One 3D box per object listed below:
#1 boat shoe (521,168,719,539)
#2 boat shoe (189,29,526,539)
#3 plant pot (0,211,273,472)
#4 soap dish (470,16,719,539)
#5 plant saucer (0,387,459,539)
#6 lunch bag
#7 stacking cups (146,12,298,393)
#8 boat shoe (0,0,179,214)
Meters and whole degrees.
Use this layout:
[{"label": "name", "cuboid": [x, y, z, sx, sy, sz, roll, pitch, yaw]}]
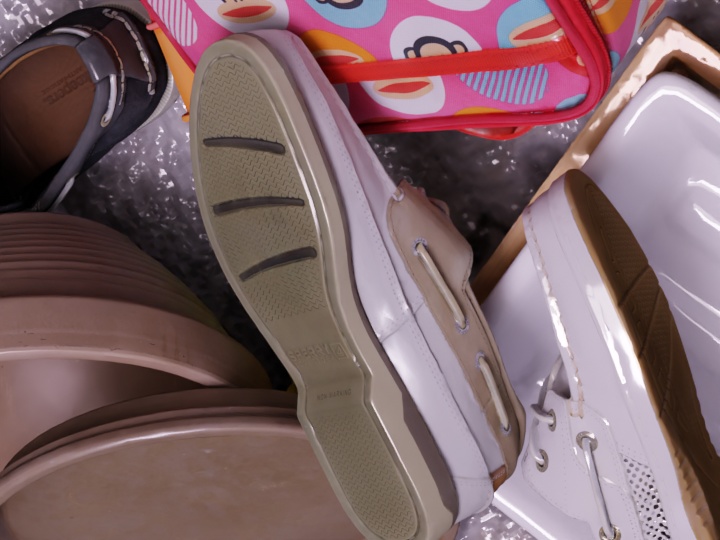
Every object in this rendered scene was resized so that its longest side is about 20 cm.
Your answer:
[{"label": "boat shoe", "cuboid": [0.089, 0.064, 1.012, 0.069, 0.071, 0.201, -16, 104, 20]}, {"label": "boat shoe", "cuboid": [0.000, 0.000, 1.021, 0.075, 0.068, 0.201, 0, 115, 51]}, {"label": "plant pot", "cuboid": [-0.135, 0.040, 1.130, 0.200, 0.201, 0.093, -20, 58, 22]}, {"label": "soap dish", "cuboid": [0.126, 0.023, 1.070, 0.157, 0.081, 0.200, 36, 114, 3]}, {"label": "plant saucer", "cuboid": [-0.060, 0.098, 1.122, 0.199, 0.200, 0.030, -18, 58, 22]}, {"label": "lunch bag", "cuboid": [0.007, -0.115, 1.001, 0.199, 0.082, 0.177, -2, 134, 44]}, {"label": "stacking cups", "cuboid": [-0.044, -0.050, 1.116, 0.060, 0.060, 0.201, -23, 96, 23]}, {"label": "boat shoe", "cuboid": [-0.161, -0.039, 1.151, 0.200, 0.068, 0.072, -37, 94, 26]}]
